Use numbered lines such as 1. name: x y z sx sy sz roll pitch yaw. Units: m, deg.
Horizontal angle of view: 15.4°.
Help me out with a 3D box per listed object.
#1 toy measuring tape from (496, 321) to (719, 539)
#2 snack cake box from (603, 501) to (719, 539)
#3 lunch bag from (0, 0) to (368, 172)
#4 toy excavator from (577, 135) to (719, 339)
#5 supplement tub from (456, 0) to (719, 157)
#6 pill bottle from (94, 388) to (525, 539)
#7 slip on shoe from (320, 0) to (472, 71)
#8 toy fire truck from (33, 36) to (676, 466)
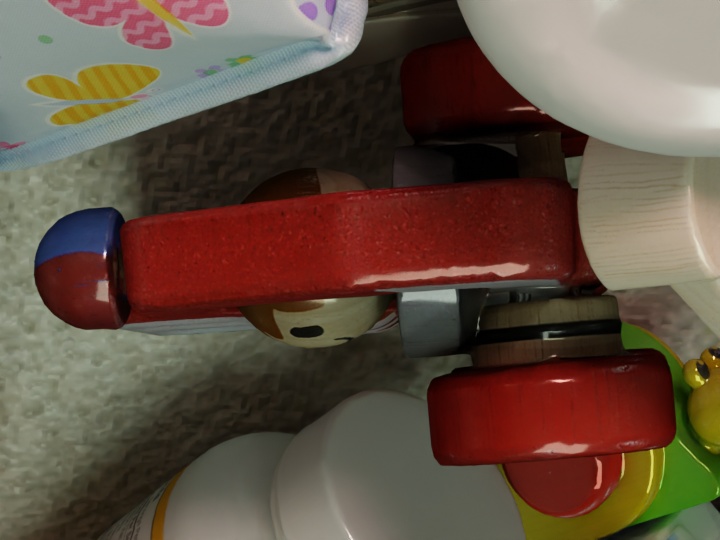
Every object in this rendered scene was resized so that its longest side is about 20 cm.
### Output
1. toy measuring tape: 0.049 0.063 0.900 0.200 0.074 0.074 -23 134 37
2. snack cake box: 0.072 0.173 0.929 0.115 0.067 0.200 51 130 -2
3. lunch bag: -0.112 -0.108 0.660 0.200 0.127 0.170 -13 137 38
4. toy excavator: 0.153 0.011 0.695 0.100 0.200 0.195 -6 113 44
5. supplement tub: 0.072 -0.135 0.615 0.131 0.200 0.132 -4 132 -4
6. pill bottle: -0.041 0.123 0.882 0.113 0.113 0.200 27 131 -29
7. slip on shoe: 0.058 -0.111 0.726 0.199 0.076 0.061 -11 134 12
8. toy fire truck: 0.000 0.000 0.749 0.167 0.113 0.200 -6 178 6
